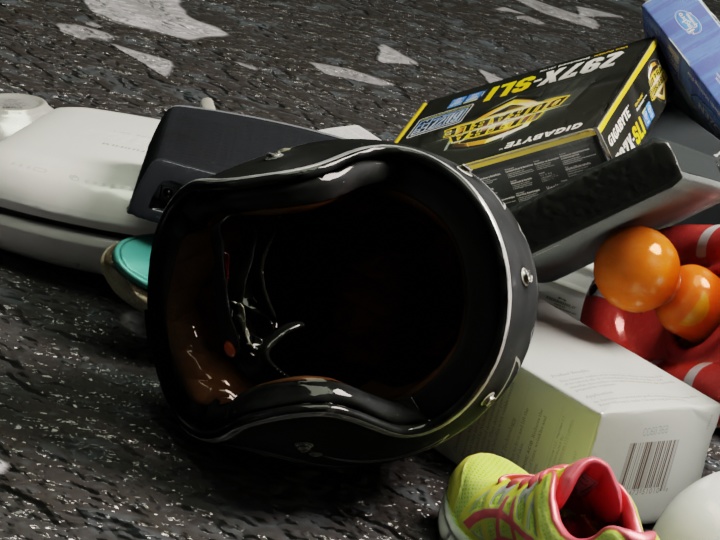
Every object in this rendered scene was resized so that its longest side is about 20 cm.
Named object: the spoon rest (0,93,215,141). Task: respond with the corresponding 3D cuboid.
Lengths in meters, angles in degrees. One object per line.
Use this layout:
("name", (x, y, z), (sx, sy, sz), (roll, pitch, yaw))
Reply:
("spoon rest", (-0.204, -0.092, 1.888), (0.200, 0.061, 0.099), (0, 18, -6))

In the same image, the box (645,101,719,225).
("box", (0.230, -0.046, 1.941), (0.079, 0.141, 0.200), (-30, 27, -5))

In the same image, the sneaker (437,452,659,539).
("sneaker", (0.106, 0.131, 1.370), (0.078, 0.090, 0.200), (5, 18, -26))

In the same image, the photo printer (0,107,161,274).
("photo printer", (-0.158, -0.050, 1.731), (0.166, 0.070, 0.200), (12, 16, 9))

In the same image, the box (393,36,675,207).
("box", (0.113, -0.094, 1.909), (0.200, 0.049, 0.160), (-14, 21, 30))

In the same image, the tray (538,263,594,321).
("tray", (0.128, 0.028, 1.719), (0.200, 0.107, 0.022), (21, -26, 17))

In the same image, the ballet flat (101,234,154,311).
("ballet flat", (-0.068, 0.020, 1.609), (0.200, 0.062, 0.067), (3, 45, -26))

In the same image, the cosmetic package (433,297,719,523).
("cosmetic package", (0.099, 0.074, 1.564), (0.113, 0.081, 0.200), (0, 22, -42))

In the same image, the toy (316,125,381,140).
("toy", (-0.012, -0.046, 1.771), (0.115, 0.047, 0.200), (35, 19, 20))

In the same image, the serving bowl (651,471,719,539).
("serving bowl", (0.262, 0.158, 1.466), (0.200, 0.066, 0.200), (15, 17, -5))

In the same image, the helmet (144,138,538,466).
("helmet", (-0.004, 0.018, 1.462), (0.190, 0.200, 0.200), (-3, 24, -27))

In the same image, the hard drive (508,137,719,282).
("hard drive", (0.145, -0.034, 1.608), (0.139, 0.033, 0.200), (-26, -8, 14))

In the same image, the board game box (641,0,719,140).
("board game box", (0.280, -0.083, 1.954), (0.043, 0.199, 0.200), (-29, 61, -6))

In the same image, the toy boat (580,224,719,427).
("toy boat", (0.194, 0.017, 1.589), (0.131, 0.131, 0.200), (31, -15, -24))

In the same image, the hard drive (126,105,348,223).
("hard drive", (-0.036, -0.047, 1.616), (0.200, 0.042, 0.135), (14, 23, -3))
